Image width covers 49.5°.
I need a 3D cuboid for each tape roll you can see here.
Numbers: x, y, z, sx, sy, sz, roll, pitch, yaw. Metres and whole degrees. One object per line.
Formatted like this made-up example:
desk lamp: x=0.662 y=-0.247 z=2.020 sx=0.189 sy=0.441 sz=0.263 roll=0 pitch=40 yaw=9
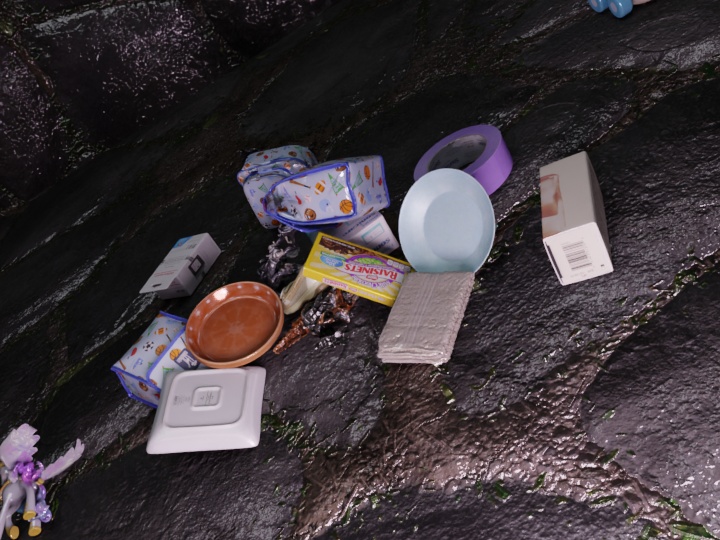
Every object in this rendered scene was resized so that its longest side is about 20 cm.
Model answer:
tape roll: x=0.210 y=-0.211 z=1.602 sx=0.197 sy=0.066 sz=0.202 roll=-25 pitch=33 yaw=17

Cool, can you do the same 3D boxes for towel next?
towel: x=0.112 y=0.077 z=1.315 sx=0.130 sy=0.035 sz=0.202 roll=-1 pitch=44 yaw=30

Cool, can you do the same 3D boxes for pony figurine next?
pony figurine: x=-0.652 y=0.412 z=1.524 sx=0.192 sy=0.166 sz=0.202 roll=-37 pitch=45 yaw=11

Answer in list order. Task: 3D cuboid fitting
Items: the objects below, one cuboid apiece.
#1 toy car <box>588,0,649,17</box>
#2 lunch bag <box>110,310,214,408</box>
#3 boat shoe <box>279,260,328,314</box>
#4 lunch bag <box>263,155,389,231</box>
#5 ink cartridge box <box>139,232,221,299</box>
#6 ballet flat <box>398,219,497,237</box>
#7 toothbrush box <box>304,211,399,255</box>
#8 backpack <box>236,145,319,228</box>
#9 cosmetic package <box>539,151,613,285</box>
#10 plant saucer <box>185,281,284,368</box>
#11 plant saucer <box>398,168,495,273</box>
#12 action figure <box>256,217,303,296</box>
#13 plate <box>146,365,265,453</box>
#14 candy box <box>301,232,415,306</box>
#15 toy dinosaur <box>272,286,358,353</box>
toy car: x=0.609 y=-0.725 z=1.791 sx=0.183 sy=0.201 sz=0.177 roll=-34 pitch=30 yaw=1
lunch bag: x=-0.372 y=0.188 z=1.569 sx=0.197 sy=0.125 sz=0.171 roll=15 pitch=54 yaw=34
boat shoe: x=-0.117 y=0.032 z=1.525 sx=0.073 sy=0.063 sz=0.200 roll=-40 pitch=3 yaw=-25
lunch bag: x=-0.066 y=-0.143 z=1.501 sx=0.196 sy=0.127 sz=0.169 roll=-7 pitch=7 yaw=25
ink cartridge box: x=-0.448 y=0.004 z=1.949 sx=0.114 sy=0.067 sz=0.202 roll=-8 pitch=39 yaw=37
ballet flat: x=0.168 y=-0.079 z=1.469 sx=0.197 sy=0.069 sz=0.075 roll=2 pitch=28 yaw=37
toothbrush box: x=-0.027 y=-0.075 z=1.625 sx=0.145 sy=0.086 sz=0.200 roll=-35 pitch=31 yaw=-2
backpack: x=-0.183 y=-0.206 z=1.874 sx=0.187 sy=0.202 sz=0.156 roll=-19 pitch=38 yaw=12
cosmetic package: x=0.344 y=-0.087 z=1.258 sx=0.086 sy=0.104 sz=0.202 roll=-17 pitch=33 yaw=24
plant saucer: x=-0.242 y=0.107 z=1.516 sx=0.196 sy=0.033 sz=0.203 roll=-9 pitch=46 yaw=9
plant saucer: x=0.159 y=-0.080 z=1.401 sx=0.198 sy=0.206 sz=0.038 roll=-9 pitch=-2 yaw=37
action figure: x=-0.158 y=-0.023 z=1.653 sx=0.100 sy=0.203 sz=0.119 roll=-1 pitch=32 yaw=-31
plate: x=-0.274 y=0.239 z=1.403 sx=0.195 sy=0.033 sz=0.201 roll=-4 pitch=36 yaw=1
candy box: x=0.000 y=0.000 z=1.432 sx=0.196 sy=0.027 sz=0.103 roll=19 pitch=48 yaw=2
toy dinosaur: x=-0.071 y=0.093 z=1.458 sx=0.202 sy=0.101 sz=0.136 roll=-56 pitch=17 yaw=-1
